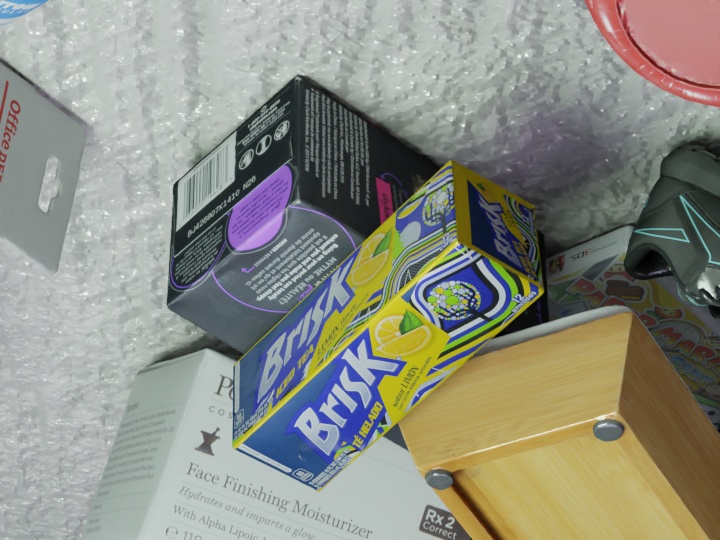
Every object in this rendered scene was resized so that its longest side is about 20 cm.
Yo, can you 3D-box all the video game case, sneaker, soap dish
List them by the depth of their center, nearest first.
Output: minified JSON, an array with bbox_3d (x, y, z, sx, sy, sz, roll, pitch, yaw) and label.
[{"bbox_3d":[0.226,0.000,1.582,0.200,0.079,0.075,29,169,49],"label":"sneaker"},{"bbox_3d":[0.127,0.119,1.649,0.157,0.081,0.200,-18,132,24],"label":"soap dish"},{"bbox_3d":[0.154,0.059,1.802,0.182,0.023,0.200,-23,133,34],"label":"video game case"}]

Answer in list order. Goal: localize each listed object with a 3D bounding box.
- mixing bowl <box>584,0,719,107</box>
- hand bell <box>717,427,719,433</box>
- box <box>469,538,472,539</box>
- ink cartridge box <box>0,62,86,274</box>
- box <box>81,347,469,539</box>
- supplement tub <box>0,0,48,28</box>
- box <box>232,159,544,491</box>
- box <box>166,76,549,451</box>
[{"bbox_3d":[0.183,-0.155,1.389,0.200,0.108,0.200,10,126,15],"label":"mixing bowl"},{"bbox_3d":[0.250,0.099,1.740,0.104,0.104,0.200,13,169,-7],"label":"hand bell"},{"bbox_3d":[0.093,0.234,1.897,0.159,0.200,0.046,19,147,-15],"label":"box"},{"bbox_3d":[-0.254,-0.079,1.613,0.068,0.115,0.200,-24,133,36],"label":"ink cartridge box"},{"bbox_3d":[-0.050,0.146,1.803,0.199,0.131,0.200,20,169,-13],"label":"box"},{"bbox_3d":[-0.224,-0.176,1.468,0.200,0.132,0.132,-24,133,37],"label":"supplement tub"},{"bbox_3d":[0.012,0.033,1.579,0.064,0.070,0.200,29,126,-26],"label":"box"},{"bbox_3d":[0.000,0.000,1.670,0.200,0.106,0.122,33,127,-29],"label":"box"}]
